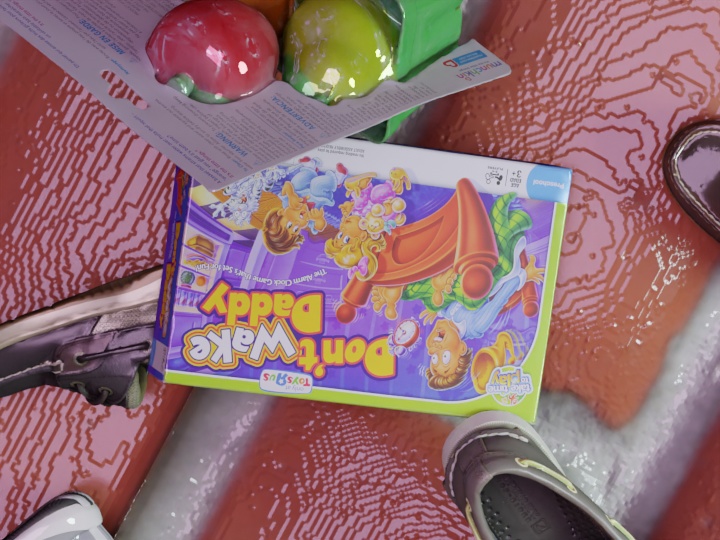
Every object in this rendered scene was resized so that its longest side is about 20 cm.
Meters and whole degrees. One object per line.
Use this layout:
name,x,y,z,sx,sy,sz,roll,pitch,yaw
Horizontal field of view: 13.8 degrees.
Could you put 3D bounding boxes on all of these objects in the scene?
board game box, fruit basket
board game box,0.000,0.000,1.541,0.199,0.045,0.135,7,94,-15
fruit basket,-0.055,-0.112,1.496,0.200,0.094,0.185,-29,51,-32

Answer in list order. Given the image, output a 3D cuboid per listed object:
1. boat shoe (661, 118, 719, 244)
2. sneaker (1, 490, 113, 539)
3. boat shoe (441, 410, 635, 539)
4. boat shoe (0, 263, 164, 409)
boat shoe,0.246,-0.016,1.545,0.200,0.070,0.071,30,96,4
sneaker,-0.195,0.219,1.596,0.200,0.075,0.116,-39,91,5
boat shoe,0.116,0.160,1.546,0.072,0.060,0.202,-38,109,9
boat shoe,-0.130,0.042,1.581,0.200,0.072,0.066,-21,86,1
